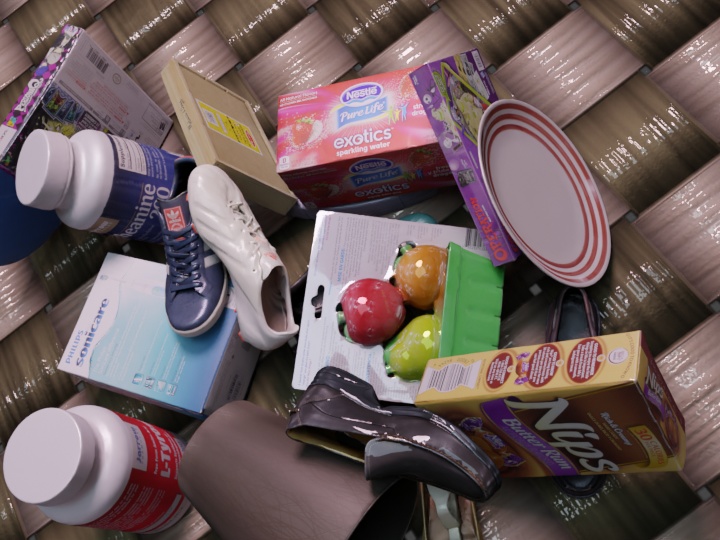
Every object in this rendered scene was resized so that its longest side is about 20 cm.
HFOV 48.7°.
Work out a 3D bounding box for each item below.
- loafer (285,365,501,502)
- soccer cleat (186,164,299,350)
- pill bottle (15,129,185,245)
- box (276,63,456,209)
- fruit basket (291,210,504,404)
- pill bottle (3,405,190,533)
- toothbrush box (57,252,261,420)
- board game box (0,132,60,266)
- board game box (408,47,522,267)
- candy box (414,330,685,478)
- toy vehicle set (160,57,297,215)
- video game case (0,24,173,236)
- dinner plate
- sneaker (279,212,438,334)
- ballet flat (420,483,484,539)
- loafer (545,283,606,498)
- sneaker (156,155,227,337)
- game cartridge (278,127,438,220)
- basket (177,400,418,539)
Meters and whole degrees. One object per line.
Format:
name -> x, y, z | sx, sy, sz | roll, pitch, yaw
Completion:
loafer -> 0.025, 0.157, 0.695 | 0.198, 0.073, 0.072 | 19, 47, 30
soccer cleat -> -0.114, -0.018, 0.809 | 0.077, 0.069, 0.202 | -18, 94, 48
pill bottle -> -0.281, -0.096, 0.914 | 0.110, 0.199, 0.113 | -10, 75, 43
box -> 0.014, -0.144, 0.865 | 0.197, 0.096, 0.101 | -8, 66, 15
fruit basket -> 0.042, 0.041, 0.801 | 0.197, 0.094, 0.188 | 5, 74, 6
pill bottle -> -0.256, 0.200, 0.801 | 0.111, 0.200, 0.114 | -6, 68, 16
toothbrush box -> -0.217, 0.077, 0.900 | 0.198, 0.085, 0.148 | 11, 71, 21
board game box -> -0.426, -0.104, 0.975 | 0.039, 0.158, 0.202 | 26, 114, 13
board game box -> 0.124, -0.116, 0.791 | 0.032, 0.120, 0.202 | -21, 97, 32
candy box -> 0.160, 0.121, 0.682 | 0.198, 0.117, 0.057 | -14, 36, 34
toy vehicle set -> -0.155, -0.158, 0.930 | 0.027, 0.124, 0.201 | -44, 49, 20
video game case -> -0.333, -0.163, 0.971 | 0.036, 0.200, 0.183 | 21, 78, 26
dinner plate -> 0.178, -0.075, 0.784 | 0.024, 0.199, 0.203 | -29, 58, 41
sneaker -> 0.000, 0.000, 0.859 | 0.199, 0.080, 0.072 | -38, 60, 1
ballet flat -> 0.081, 0.245, 0.745 | 0.068, 0.063, 0.202 | -14, 66, 13
loafer -> 0.200, 0.110, 0.757 | 0.071, 0.063, 0.203 | -2, 69, 16
sneaker -> -0.185, -0.032, 0.844 | 0.074, 0.085, 0.202 | -11, 59, 11
game cartridge -> -0.007, -0.127, 0.939 | 0.197, 0.040, 0.135 | -7, 71, 16
basket -> -0.071, 0.225, 0.770 | 0.199, 0.136, 0.182 | 27, 87, 30
